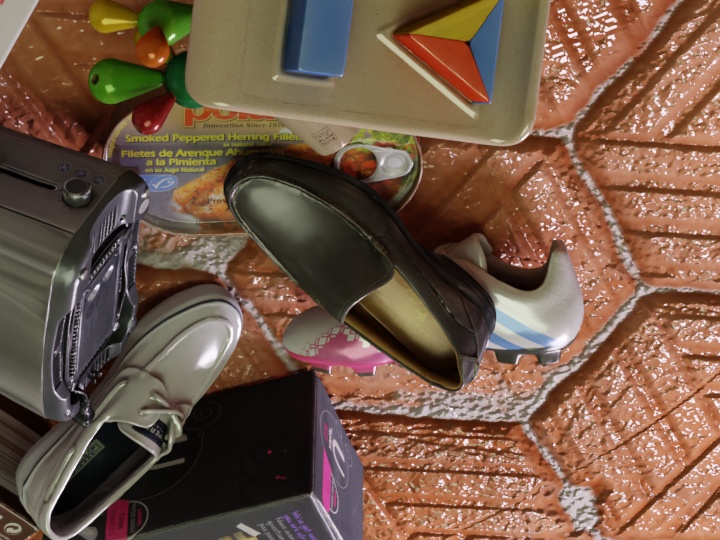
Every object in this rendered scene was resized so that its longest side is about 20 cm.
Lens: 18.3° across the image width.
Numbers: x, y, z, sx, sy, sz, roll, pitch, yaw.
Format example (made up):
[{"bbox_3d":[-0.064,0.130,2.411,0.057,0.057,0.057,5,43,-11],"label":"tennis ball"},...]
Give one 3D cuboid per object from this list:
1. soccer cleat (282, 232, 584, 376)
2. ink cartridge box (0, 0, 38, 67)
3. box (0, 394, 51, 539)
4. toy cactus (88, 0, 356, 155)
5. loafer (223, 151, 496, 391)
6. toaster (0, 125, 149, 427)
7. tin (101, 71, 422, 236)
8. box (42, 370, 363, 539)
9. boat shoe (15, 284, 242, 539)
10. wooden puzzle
[{"bbox_3d":[0.046,0.016,1.464,0.199,0.070,0.087,-4,113,2],"label":"soccer cleat"},{"bbox_3d":[-0.258,-0.207,1.200,0.199,0.087,0.146,31,90,-27],"label":"ink cartridge box"},{"bbox_3d":[-0.311,0.175,1.573,0.200,0.100,0.075,-37,123,27],"label":"box"},{"bbox_3d":[-0.055,-0.131,1.287,0.200,0.102,0.165,-37,121,7],"label":"toy cactus"},{"bbox_3d":[0.000,0.000,1.375,0.199,0.072,0.073,32,120,-12],"label":"loafer"},{"bbox_3d":[-0.212,0.002,1.392,0.129,0.114,0.201,24,140,11],"label":"toaster"},{"bbox_3d":[-0.061,-0.075,1.391,0.199,0.042,0.112,0,136,0],"label":"tin"},{"bbox_3d":[-0.106,0.166,1.549,0.199,0.123,0.106,-15,130,12],"label":"box"},{"bbox_3d":[-0.144,0.099,1.484,0.073,0.065,0.200,36,96,-35],"label":"boat shoe"},{"bbox_3d":[0.014,-0.170,1.219,0.199,0.046,0.186,6,94,-16],"label":"wooden puzzle"}]
